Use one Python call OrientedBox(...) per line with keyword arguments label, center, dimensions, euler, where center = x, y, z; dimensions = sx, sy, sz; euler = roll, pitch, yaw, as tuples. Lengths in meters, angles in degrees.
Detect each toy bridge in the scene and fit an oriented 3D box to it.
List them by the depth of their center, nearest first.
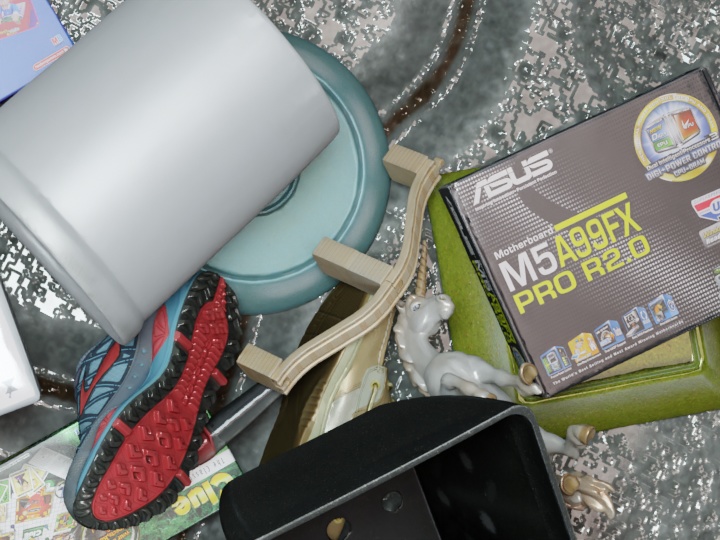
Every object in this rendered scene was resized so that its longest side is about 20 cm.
OrientedBox(label="toy bridge", center=(0.000, 0.000, 1.509), dimensions=(0.067, 0.027, 0.200), euler=(23, 68, 33))

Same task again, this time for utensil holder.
OrientedBox(label="utensil holder", center=(-0.136, -0.080, 1.447), dimensions=(0.200, 0.170, 0.170), euler=(-42, 95, -10))

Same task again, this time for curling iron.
OrientedBox(label="curling iron", center=(-0.112, 0.109, 1.508), dimensions=(0.200, 0.026, 0.050), euler=(-32, 90, 0))

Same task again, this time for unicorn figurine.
OrientedBox(label="unicorn figurine", center=(0.084, 0.085, 1.482), dimensions=(0.074, 0.137, 0.201), euler=(-29, 102, -22))

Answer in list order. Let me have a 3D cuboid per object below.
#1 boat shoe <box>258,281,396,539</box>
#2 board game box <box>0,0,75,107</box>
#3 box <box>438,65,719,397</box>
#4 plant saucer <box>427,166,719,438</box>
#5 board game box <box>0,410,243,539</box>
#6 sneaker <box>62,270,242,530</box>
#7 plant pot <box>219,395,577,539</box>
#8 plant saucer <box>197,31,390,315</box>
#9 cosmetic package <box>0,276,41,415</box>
OrientedBox(label="boat shoe", center=(-0.014, 0.094, 1.539), dimensions=(0.066, 0.074, 0.201), euler=(26, 81, -25))
OrientedBox(label="board game box", center=(-0.308, -0.151, 1.507), dimensions=(0.199, 0.045, 0.135), euler=(-31, 93, -8))
OrientedBox(label="box", center=(0.176, -0.026, 1.528), dimensions=(0.199, 0.044, 0.161), euler=(-24, 94, -8))
OrientedBox(label="plant saucer", center=(0.161, 0.015, 1.572), dimensions=(0.199, 0.048, 0.201), euler=(-10, 90, -9))
OrientedBox(label="board game box", center=(-0.184, 0.155, 1.531), dimensions=(0.199, 0.023, 0.105), euler=(-28, 91, -7))
OrientedBox(label="sneaker", center=(-0.151, 0.091, 1.482), dimensions=(0.079, 0.095, 0.200), euler=(54, 46, -33))
OrientedBox(label="plant pot", center=(0.017, 0.189, 1.424), dimensions=(0.199, 0.177, 0.200), euler=(-26, 110, -14))
OrientedBox(label="plant saucer", center=(-0.075, -0.069, 1.550), dimensions=(0.199, 0.027, 0.201), euler=(0, 90, -8))
OrientedBox(label="cosmetic package", center=(-0.315, 0.060, 1.424), dimensions=(0.199, 0.200, 0.123), euler=(-20, 92, -9))
